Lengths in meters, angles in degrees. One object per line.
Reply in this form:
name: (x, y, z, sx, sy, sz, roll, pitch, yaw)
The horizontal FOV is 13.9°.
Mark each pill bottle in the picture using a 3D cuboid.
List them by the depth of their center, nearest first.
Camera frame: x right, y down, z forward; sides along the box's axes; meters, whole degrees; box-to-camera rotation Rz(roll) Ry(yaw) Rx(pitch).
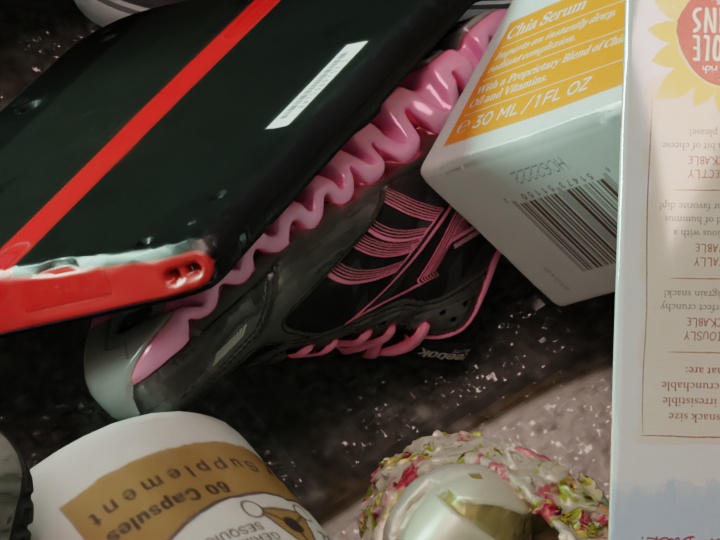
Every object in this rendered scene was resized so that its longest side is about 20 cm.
pill bottle: (-0.026, 0.144, 0.851, 0.114, 0.114, 0.200, -36, 58, -12)

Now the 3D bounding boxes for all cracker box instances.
cracker box: (0.136, -0.004, 0.799, 0.134, 0.058, 0.200, 2, 85, 7)

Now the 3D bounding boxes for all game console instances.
game console: (-0.065, -0.038, 0.955, 0.177, 0.031, 0.200, -7, 29, 36)

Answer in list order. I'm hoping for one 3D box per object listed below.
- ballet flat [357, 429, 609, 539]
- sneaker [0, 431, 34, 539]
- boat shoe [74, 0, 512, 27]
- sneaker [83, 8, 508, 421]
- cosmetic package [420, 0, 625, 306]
ballet flat: (0.051, 0.097, 0.864, 0.076, 0.064, 0.200, -53, 43, 2)
sneaker: (-0.178, 0.103, 0.839, 0.200, 0.075, 0.087, -40, 66, 13)
boat shoe: (-0.013, -0.121, 1.050, 0.200, 0.066, 0.070, 4, 58, 14)
sneaker: (0.000, 0.000, 0.945, 0.200, 0.095, 0.079, -40, 19, -30)
cosmetic package: (0.110, -0.093, 0.941, 0.101, 0.071, 0.200, -18, 36, 51)
